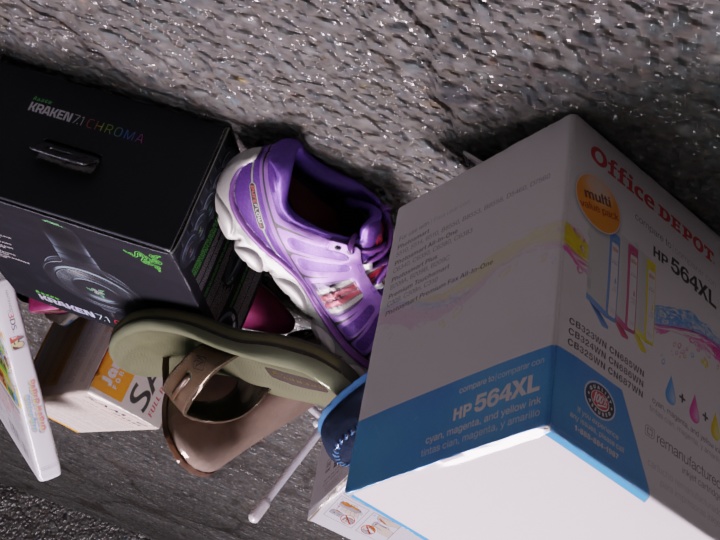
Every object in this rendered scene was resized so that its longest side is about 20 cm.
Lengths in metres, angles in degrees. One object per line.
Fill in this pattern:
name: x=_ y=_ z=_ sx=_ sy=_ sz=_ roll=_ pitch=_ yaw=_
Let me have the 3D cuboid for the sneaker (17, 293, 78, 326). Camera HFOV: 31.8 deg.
sneaker: x=-0.261 y=-0.018 z=1.012 sx=0.071 sy=0.073 sz=0.200 roll=16 pitch=157 yaw=21

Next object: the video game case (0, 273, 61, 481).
video game case: x=-0.310 y=0.057 z=1.072 sx=0.200 sy=0.023 sz=0.183 roll=34 pitch=137 yaw=55

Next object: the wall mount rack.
wall mount rack: x=-0.001 y=0.183 z=1.083 sx=0.200 sy=0.174 sz=0.075 roll=38 pitch=118 yaw=0

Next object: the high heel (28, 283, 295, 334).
high heel: x=-0.153 y=0.029 z=0.980 sx=0.199 sy=0.097 sz=0.067 roll=25 pitch=159 yaw=-5

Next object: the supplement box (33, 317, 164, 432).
supplement box: x=-0.217 y=0.071 z=1.108 sx=0.073 sy=0.127 sz=0.200 roll=33 pitch=158 yaw=-24

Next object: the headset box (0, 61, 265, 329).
headset box: x=-0.165 y=-0.038 z=0.832 sx=0.173 sy=0.093 sz=0.200 roll=17 pitch=159 yaw=11

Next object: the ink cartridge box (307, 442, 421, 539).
ink cartridge box: x=0.071 y=0.157 z=1.042 sx=0.199 sy=0.176 sz=0.084 roll=28 pitch=128 yaw=-15

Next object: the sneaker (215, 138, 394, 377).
sneaker: x=0.000 y=0.000 z=0.765 sx=0.200 sy=0.081 sz=0.083 roll=41 pitch=143 yaw=-22

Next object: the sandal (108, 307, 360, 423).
sandal: x=-0.090 y=0.069 z=0.810 sx=0.200 sy=0.058 sz=0.080 roll=8 pitch=157 yaw=36

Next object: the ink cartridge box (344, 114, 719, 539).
ink cartridge box: x=0.093 y=0.033 z=0.624 sx=0.128 sy=0.201 sz=0.125 roll=34 pitch=139 yaw=-29

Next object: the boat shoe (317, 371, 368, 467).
boat shoe: x=0.073 y=0.073 z=0.746 sx=0.199 sy=0.069 sz=0.084 roll=-25 pitch=150 yaw=1

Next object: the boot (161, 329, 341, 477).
boot: x=-0.057 y=0.082 z=0.925 sx=0.200 sy=0.145 sz=0.071 roll=-71 pitch=-43 yaw=-83
